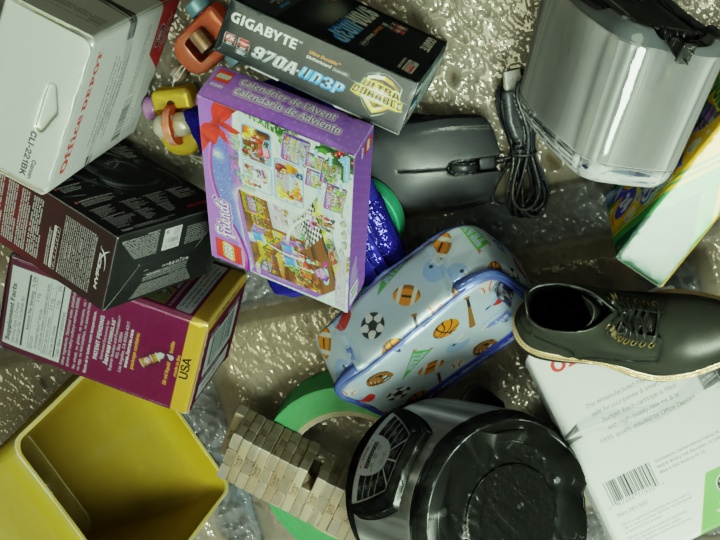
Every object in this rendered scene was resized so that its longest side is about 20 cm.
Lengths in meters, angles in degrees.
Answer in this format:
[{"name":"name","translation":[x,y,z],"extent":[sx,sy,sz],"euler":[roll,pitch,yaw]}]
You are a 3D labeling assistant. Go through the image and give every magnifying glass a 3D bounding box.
[{"name":"magnifying glass","translation":[0.000,0.000,1.150],"extent":[0.078,0.022,0.202],"euler":[13,127,14]}]

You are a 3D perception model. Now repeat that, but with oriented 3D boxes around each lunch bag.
[{"name":"lunch bag","translation":[0.070,0.051,1.109],"extent":[0.199,0.160,0.076],"euler":[-35,57,15]}]

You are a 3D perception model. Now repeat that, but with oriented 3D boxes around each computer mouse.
[{"name":"computer mouse","translation":[0.065,-0.102,1.104],"extent":[0.197,0.053,0.141],"euler":[-3,111,14]}]

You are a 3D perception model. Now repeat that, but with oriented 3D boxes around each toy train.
[{"name":"toy train","translation":[-0.123,-0.140,1.125],"extent":[0.149,0.056,0.201],"euler":[-30,102,27]}]

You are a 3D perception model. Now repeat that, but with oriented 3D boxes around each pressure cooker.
[{"name":"pressure cooker","translation":[0.081,0.203,1.078],"extent":[0.174,0.199,0.181],"euler":[-15,96,-23]}]

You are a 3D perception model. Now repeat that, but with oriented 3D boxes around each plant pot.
[{"name":"plant pot","translation":[-0.288,0.223,1.248],"extent":[0.175,0.200,0.201],"euler":[-26,104,33]}]

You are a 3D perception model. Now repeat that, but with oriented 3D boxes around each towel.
[{"name":"towel","translation":[-0.058,-0.068,1.079],"extent":[0.146,0.050,0.202],"euler":[-12,119,27]}]

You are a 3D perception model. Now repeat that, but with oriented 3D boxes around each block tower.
[{"name":"block tower","translation":[-0.045,0.207,1.198],"extent":[0.198,0.058,0.055],"euler":[27,114,2]}]

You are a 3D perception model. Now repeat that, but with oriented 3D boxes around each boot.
[{"name":"boot","translation":[0.221,0.045,0.983],"extent":[0.197,0.138,0.079],"euler":[-3,79,7]}]

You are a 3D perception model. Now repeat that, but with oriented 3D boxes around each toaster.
[{"name":"toaster","translation":[0.205,-0.154,0.979],"extent":[0.112,0.201,0.131],"euler":[3,120,-21]}]

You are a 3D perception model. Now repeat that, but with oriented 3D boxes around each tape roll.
[{"name":"tape roll","translation":[-0.001,0.198,1.241],"extent":[0.197,0.048,0.203],"euler":[5,112,11]}]

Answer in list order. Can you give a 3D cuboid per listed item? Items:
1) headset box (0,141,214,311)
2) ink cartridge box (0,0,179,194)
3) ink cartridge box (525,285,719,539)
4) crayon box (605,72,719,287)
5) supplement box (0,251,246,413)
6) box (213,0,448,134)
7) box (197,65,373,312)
[{"name":"headset box","translation":[-0.245,-0.058,1.115],"extent":[0.198,0.148,0.078],"euler":[28,117,24]},{"name":"ink cartridge box","translation":[-0.245,-0.172,1.066],"extent":[0.083,0.200,0.146],"euler":[25,114,1]},{"name":"ink cartridge box","translation":[0.249,0.136,1.077],"extent":[0.144,0.084,0.202],"euler":[-25,78,2]},{"name":"crayon box","translation":[0.282,-0.100,1.013],"extent":[0.051,0.126,0.201],"euler":[31,115,-8]},{"name":"supplement box","translation":[-0.226,0.037,1.183],"extent":[0.197,0.131,0.104],"euler":[20,115,5]},{"name":"box","translation":[-0.017,-0.183,1.008],"extent":[0.157,0.200,0.046],"euler":[25,112,2]},{"name":"box","translation":[-0.060,-0.061,1.002],"extent":[0.135,0.039,0.201],"euler":[22,145,13]}]
